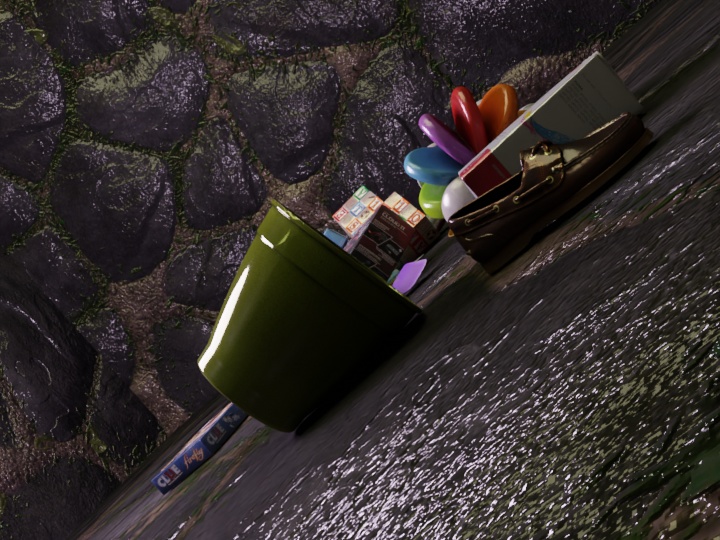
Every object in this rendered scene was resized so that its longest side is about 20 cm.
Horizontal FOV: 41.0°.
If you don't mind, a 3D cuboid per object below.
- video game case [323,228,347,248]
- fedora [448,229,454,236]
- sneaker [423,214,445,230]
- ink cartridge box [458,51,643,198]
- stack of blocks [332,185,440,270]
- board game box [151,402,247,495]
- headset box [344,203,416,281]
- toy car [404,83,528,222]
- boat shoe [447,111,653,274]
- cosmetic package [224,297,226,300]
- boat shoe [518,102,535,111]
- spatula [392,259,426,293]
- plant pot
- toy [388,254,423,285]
[{"bbox_3d":[-0.082,0.049,1.690,0.201,0.045,0.181,-59,-12,-16],"label":"video game case"},{"bbox_3d":[0.183,-0.136,1.439,0.200,0.082,0.201,-42,2,1],"label":"fedora"},{"bbox_3d":[0.083,-0.070,1.853,0.200,0.088,0.081,-39,3,34],"label":"sneaker"},{"bbox_3d":[0.211,-0.146,1.104,0.200,0.086,0.148,-40,2,10],"label":"ink cartridge box"},{"bbox_3d":[0.045,-0.085,1.797,0.115,0.059,0.200,-45,39,-2],"label":"stack of blocks"},{"bbox_3d":[-0.266,0.294,1.676,0.135,0.035,0.200,-41,2,24],"label":"board game box"},{"bbox_3d":[0.000,0.000,1.534,0.149,0.075,0.201,-48,9,50],"label":"headset box"},{"bbox_3d":[0.142,-0.163,1.280,0.200,0.150,0.175,-41,32,9],"label":"toy car"},{"bbox_3d":[0.163,-0.078,0.861,0.200,0.070,0.070,-40,2,25],"label":"boat shoe"},{"bbox_3d":[-0.203,0.101,2.213,0.107,0.200,0.090,-38,5,20],"label":"cosmetic package"},{"bbox_3d":[0.315,-0.261,1.753,0.066,0.072,0.200,-34,7,38],"label":"boat shoe"},{"bbox_3d":[0.050,0.027,1.407,0.057,0.020,0.200,-60,4,-20],"label":"spatula"},{"bbox_3d":[-0.069,0.060,1.034,0.194,0.200,0.200,-54,2,2],"label":"plant pot"},{"bbox_3d":[0.014,0.030,1.693,0.200,0.047,0.115,-41,4,45],"label":"toy"}]
